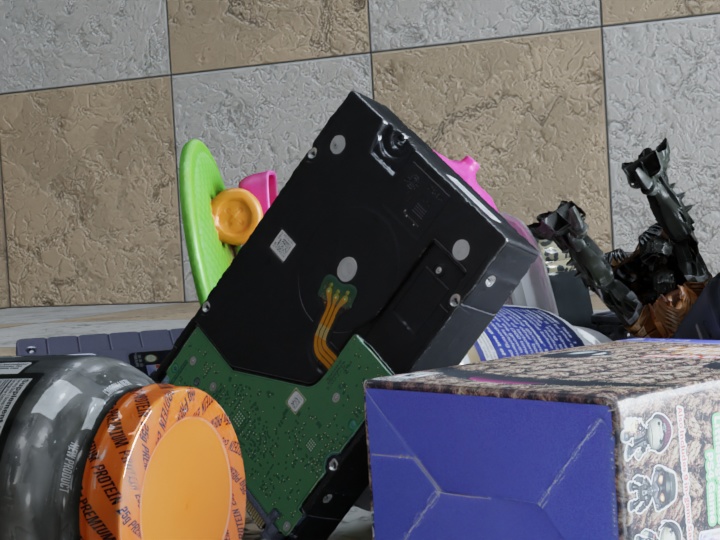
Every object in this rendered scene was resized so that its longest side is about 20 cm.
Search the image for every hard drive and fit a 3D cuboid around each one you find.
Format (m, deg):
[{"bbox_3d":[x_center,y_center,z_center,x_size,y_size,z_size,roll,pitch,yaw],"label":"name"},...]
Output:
[{"bbox_3d":[-0.014,0.027,0.805,0.038,0.200,0.140,20,20,-50],"label":"hard drive"}]

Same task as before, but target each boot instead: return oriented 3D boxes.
[{"bbox_3d":[0.165,0.042,1.223,0.073,0.155,0.203,-2,3,26],"label":"boot"}]

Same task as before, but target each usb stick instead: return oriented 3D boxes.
[{"bbox_3d":[0.190,0.063,0.895,0.032,0.056,0.200,-4,-26,-9],"label":"usb stick"}]

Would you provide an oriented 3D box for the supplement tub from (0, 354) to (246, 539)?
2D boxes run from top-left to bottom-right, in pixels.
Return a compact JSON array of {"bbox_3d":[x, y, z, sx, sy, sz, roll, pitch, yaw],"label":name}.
[{"bbox_3d":[-0.157,0.098,0.667,0.199,0.123,0.122,-1,3,26],"label":"supplement tub"}]

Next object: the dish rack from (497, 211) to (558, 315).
[{"bbox_3d":[0.085,0.039,1.078,0.043,0.173,0.200,-19,16,-12],"label":"dish rack"}]

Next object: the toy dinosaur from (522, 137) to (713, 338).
[{"bbox_3d":[0.187,0.000,0.977,0.102,0.136,0.200,-32,3,-14],"label":"toy dinosaur"}]

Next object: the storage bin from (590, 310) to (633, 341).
[{"bbox_3d":[0.271,0.070,1.147,0.135,0.095,0.199,-2,2,40],"label":"storage bin"}]

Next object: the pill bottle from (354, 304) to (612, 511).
[{"bbox_3d":[0.070,0.075,0.888,0.115,0.117,0.199,-2,-4,40],"label":"pill bottle"}]

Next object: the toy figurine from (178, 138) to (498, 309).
[{"bbox_3d":[0.000,0.000,0.969,0.183,0.201,0.150,-11,2,5],"label":"toy figurine"}]

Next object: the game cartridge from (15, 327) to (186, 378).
[{"bbox_3d":[-0.145,0.093,0.967,0.129,0.039,0.200,-8,27,-12],"label":"game cartridge"}]

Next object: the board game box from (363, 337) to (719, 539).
[{"bbox_3d":[0.127,0.091,0.731,0.199,0.098,0.159,-5,3,-41],"label":"board game box"}]
